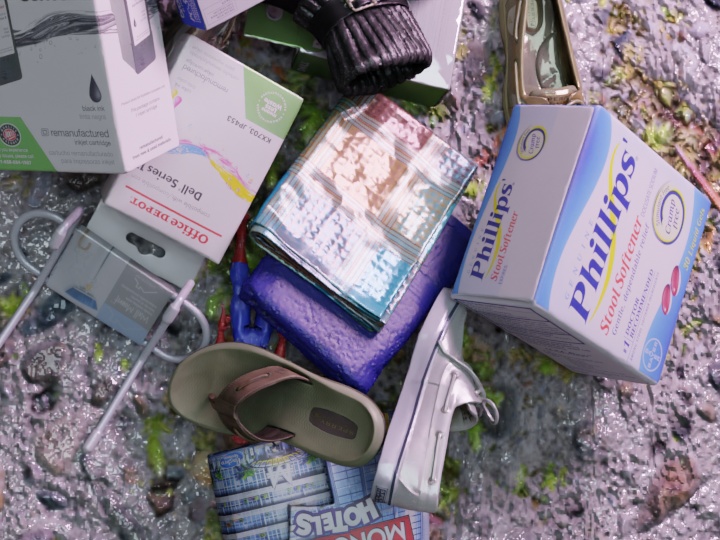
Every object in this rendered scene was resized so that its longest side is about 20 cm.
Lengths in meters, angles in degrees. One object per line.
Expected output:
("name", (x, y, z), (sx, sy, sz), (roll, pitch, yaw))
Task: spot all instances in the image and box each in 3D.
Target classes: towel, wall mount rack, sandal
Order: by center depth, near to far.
("sandal", (-0.075, 0.111, 1.114), (0.198, 0.057, 0.081), (12, 97, 22))
("wall mount rack", (-0.236, 0.048, 1.145), (0.199, 0.075, 0.175), (33, 115, -6))
("towel", (0.006, -0.063, 1.180), (0.146, 0.022, 0.201), (36, 61, -4))
("towel", (0.000, 0.000, 1.191), (0.147, 0.050, 0.200), (40, 61, 0))

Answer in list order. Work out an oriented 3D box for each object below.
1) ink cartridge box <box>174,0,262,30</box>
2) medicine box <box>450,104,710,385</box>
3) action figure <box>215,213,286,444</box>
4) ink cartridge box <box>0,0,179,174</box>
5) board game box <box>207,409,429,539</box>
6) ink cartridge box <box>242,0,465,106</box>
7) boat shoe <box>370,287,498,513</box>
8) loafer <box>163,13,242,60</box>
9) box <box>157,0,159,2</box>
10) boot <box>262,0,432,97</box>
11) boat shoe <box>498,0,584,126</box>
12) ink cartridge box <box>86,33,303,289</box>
("ink cartridge box", (-0.067, -0.279, 1.063), (0.199, 0.044, 0.095), (-33, 124, -24))
("medicine box", (0.199, -0.021, 1.181), (0.199, 0.102, 0.185), (30, 75, -41))
("action figure", (-0.097, 0.052, 1.185), (0.064, 0.052, 0.204), (7, 83, -15))
("ink cartridge box", (-0.235, -0.185, 1.047), (0.143, 0.084, 0.203), (4, 112, 27))
("board game box", (-0.017, 0.237, 1.165), (0.197, 0.062, 0.203), (-12, 84, -13))
("ink cartridge box", (-0.007, -0.231, 1.235), (0.197, 0.059, 0.106), (13, 79, -9))
("boat shoe", (0.076, 0.112, 1.128), (0.085, 0.075, 0.204), (16, 58, 6))
("loafer", (-0.153, -0.190, 1.203), (0.063, 0.072, 0.201), (38, 82, -21))
("box", (-0.155, -0.347, 1.151), (0.192, 0.200, 0.123), (-37, 91, -13))
("boot", (-0.047, -0.222, 1.147), (0.208, 0.079, 0.160), (-16, 85, -19))
("boat shoe", (0.175, -0.188, 1.264), (0.072, 0.063, 0.204), (-3, 82, -12))
("ink cartridge box", (-0.147, -0.087, 1.150), (0.116, 0.067, 0.202), (26, 94, -17))
